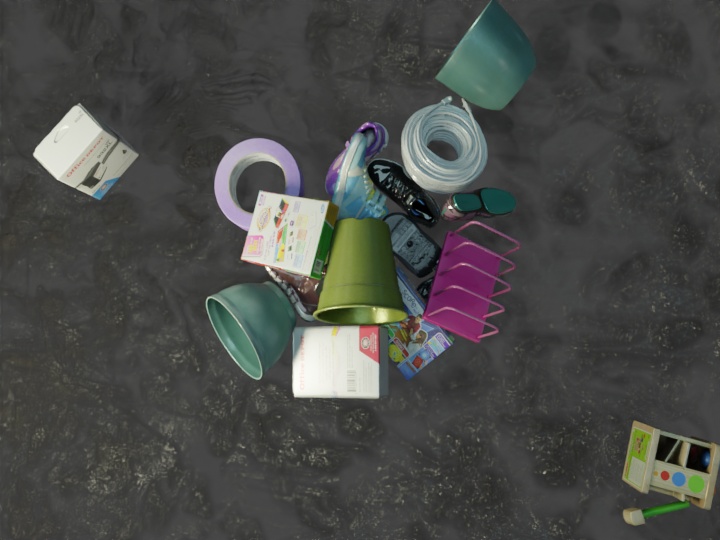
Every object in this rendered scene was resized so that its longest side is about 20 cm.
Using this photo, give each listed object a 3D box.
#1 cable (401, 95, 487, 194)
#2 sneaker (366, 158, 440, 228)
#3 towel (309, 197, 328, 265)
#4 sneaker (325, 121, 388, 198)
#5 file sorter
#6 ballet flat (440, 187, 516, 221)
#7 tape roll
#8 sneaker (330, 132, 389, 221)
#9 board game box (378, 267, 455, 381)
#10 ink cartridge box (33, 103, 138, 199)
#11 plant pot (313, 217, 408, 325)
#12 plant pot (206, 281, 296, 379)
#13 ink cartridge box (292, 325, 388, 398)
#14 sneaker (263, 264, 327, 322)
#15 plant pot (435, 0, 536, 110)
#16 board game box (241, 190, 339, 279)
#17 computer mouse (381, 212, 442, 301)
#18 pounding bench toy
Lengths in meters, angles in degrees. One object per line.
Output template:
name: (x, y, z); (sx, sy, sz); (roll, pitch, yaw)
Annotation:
cable: (0.180, -0.265, 1.495); (0.195, 0.070, 0.204); (-21, 74, -18)
sneaker: (0.096, -0.172, 1.486); (0.198, 0.112, 0.074); (38, 102, -2)
towel: (-0.054, -0.066, 1.541); (0.195, 0.037, 0.152); (21, 85, 7)
sneaker: (-0.013, -0.253, 1.531); (0.080, 0.088, 0.202); (36, 89, 5)
file sorter: (0.237, 0.022, 1.428); (0.136, 0.125, 0.205); (22, 72, -12)
ballet flat: (0.251, -0.138, 1.497); (0.196, 0.071, 0.071); (-9, 73, -35)
tape roll: (-0.226, -0.189, 1.552); (0.193, 0.066, 0.207); (0, 85, 4)
sneaker: (0.013, -0.186, 1.475); (0.127, 0.080, 0.204); (18, 119, -2)
board game box: (0.094, 0.116, 1.491); (0.135, 0.034, 0.202); (-40, 83, 19)
ink cartridge box: (-0.598, -0.256, 1.516); (0.083, 0.200, 0.146); (42, 88, 7)
plant pot: (0.000, 0.000, 1.414); (0.193, 0.200, 0.196); (-2, 75, 4)
plant pot: (-0.220, 0.108, 1.472); (0.133, 0.201, 0.202); (-35, 82, -26)
ink cartridge box: (-0.041, 0.194, 1.469); (0.194, 0.085, 0.153); (-1, 85, 19)
sneaker: (-0.128, 0.002, 1.513); (0.115, 0.076, 0.202); (-37, 92, 14)
plant pot: (0.281, -0.447, 1.480); (0.160, 0.201, 0.202); (38, 88, -5)
board game box: (-0.149, -0.077, 1.437); (0.196, 0.040, 0.158); (13, 85, 34)
computer mouse: (0.117, -0.041, 1.522); (0.138, 0.053, 0.201); (-42, 92, 3)
pounding bench toy: (0.630, 0.432, 1.397); (0.151, 0.124, 0.206); (14, 85, 5)
